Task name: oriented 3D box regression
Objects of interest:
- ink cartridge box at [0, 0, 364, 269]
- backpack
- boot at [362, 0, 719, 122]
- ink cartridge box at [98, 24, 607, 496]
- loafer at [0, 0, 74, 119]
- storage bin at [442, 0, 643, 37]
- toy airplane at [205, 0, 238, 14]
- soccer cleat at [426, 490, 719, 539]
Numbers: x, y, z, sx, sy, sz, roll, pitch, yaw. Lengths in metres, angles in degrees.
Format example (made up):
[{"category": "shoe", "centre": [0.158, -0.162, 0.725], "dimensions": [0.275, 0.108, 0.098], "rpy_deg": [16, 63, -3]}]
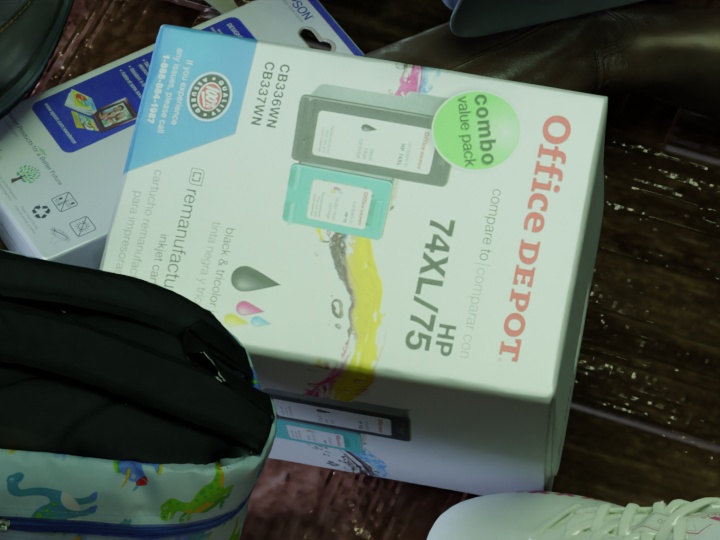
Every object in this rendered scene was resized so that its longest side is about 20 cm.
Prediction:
[{"category": "ink cartridge box", "centre": [-0.090, -0.065, 1.455], "dimensions": [0.200, 0.039, 0.099], "rpy_deg": [-26, 55, -18]}, {"category": "backpack", "centre": [-0.134, 0.060, 1.173], "dimensions": [0.200, 0.154, 0.163], "rpy_deg": [-3, 33, -16]}, {"category": "boot", "centre": [0.112, -0.083, 1.413], "dimensions": [0.186, 0.064, 0.200], "rpy_deg": [20, 28, 31]}, {"category": "ink cartridge box", "centre": [0.000, 0.000, 1.313], "dimensions": [0.200, 0.146, 0.147], "rpy_deg": [9, 69, 6]}, {"category": "loafer", "centre": [-0.214, -0.092, 1.413], "dimensions": [0.073, 0.072, 0.200], "rpy_deg": [3, 44, 47]}, {"category": "storage bin", "centre": [0.110, -0.216, 1.401], "dimensions": [0.200, 0.146, 0.134], "rpy_deg": [-16, 65, -29]}, {"category": "toy airplane", "centre": [-0.027, -0.214, 1.529], "dimensions": [0.200, 0.141, 0.199], "rpy_deg": [-11, 23, 48]}, {"category": "soccer cleat", "centre": [0.127, 0.121, 1.273], "dimensions": [0.200, 0.086, 0.070], "rpy_deg": [13, 52, 10]}]
